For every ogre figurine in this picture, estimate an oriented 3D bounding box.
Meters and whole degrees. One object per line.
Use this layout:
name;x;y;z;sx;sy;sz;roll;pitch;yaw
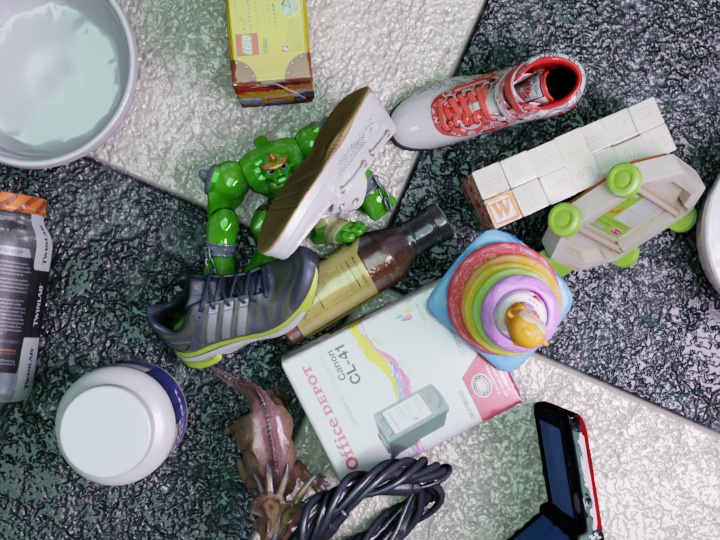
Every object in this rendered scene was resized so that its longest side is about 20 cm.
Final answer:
ogre figurine;-0.077;-0.072;1.388;0.200;0.098;0.120;-18;107;13

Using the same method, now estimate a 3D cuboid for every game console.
game console;0.153;0.222;1.330;0.118;0.200;0.173;-9;89;-3

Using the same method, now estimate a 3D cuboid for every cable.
cable;0.003;0.238;1.348;0.200;0.163;0.051;-34;54;-12

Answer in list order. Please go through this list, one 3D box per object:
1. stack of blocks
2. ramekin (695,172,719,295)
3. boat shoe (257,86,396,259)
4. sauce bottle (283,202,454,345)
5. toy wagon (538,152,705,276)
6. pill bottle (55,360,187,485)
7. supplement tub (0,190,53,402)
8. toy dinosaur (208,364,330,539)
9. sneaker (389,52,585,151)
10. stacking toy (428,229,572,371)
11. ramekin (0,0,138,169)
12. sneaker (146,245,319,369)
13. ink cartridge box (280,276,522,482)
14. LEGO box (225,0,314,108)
stack of blocks;0.206;-0.104;1.383;0.200;0.115;0.059;-23;90;-3
ramekin;0.430;-0.035;1.398;0.202;0.094;0.203;0;88;-2
boat shoe;-0.023;-0.082;1.319;0.069;0.071;0.200;43;66;-23
sauce bottle;0.000;0.000;1.401;0.200;0.066;0.066;-31;90;-4
toy wagon;0.238;-0.042;1.366;0.200;0.155;0.040;-34;62;23
pill bottle;-0.227;0.144;1.322;0.111;0.200;0.111;0;89;-1
supplement tub;-0.368;0.022;1.360;0.122;0.123;0.200;8;89;-1
toy dinosaur;-0.088;0.178;1.357;0.086;0.136;0.200;-19;89;-2
sneaker;0.125;-0.170;1.385;0.201;0.108;0.067;-12;89;-2
stacking toy;0.137;0.036;1.247;0.116;0.200;0.110;40;95;-5
ramekin;-0.314;-0.196;1.375;0.200;0.105;0.201;0;88;-1
sneaker;-0.123;0.031;1.344;0.200;0.081;0.074;-31;48;26
ink cartridge box;0.039;0.108;1.388;0.200;0.086;0.148;-27;90;-4
LEGO box;-0.092;-0.271;1.361;0.077;0.149;0.200;-5;88;-1
